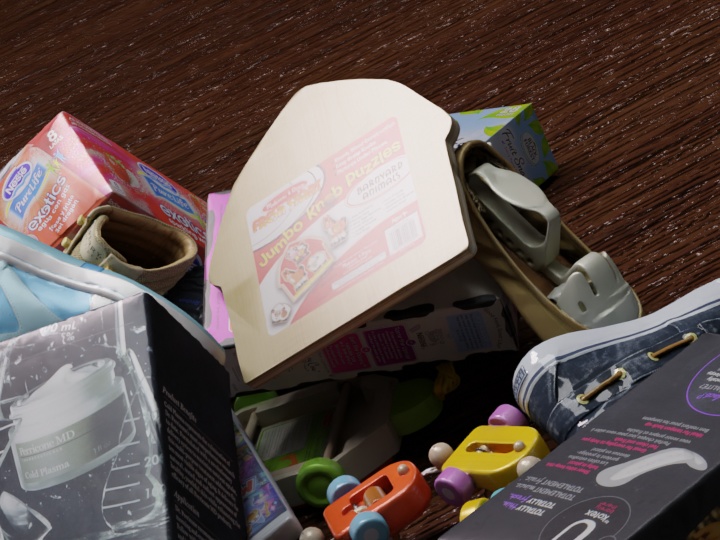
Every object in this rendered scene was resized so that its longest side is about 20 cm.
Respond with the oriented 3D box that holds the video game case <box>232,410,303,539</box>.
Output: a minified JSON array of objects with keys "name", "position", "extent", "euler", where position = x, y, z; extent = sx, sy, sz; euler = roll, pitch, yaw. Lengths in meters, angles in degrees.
[{"name":"video game case","position":[-0.123,0.155,1.521],"extent":[0.143,0.018,0.200],"euler":[-39,31,0]}]

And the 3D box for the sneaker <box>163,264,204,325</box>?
[{"name":"sneaker","position":[-0.140,0.092,1.745],"extent":[0.066,0.078,0.200],"euler":[16,61,43]}]

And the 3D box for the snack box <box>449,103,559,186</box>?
[{"name":"snack box","position":[0.029,-0.051,1.882],"extent":[0.169,0.068,0.200],"euler":[-4,27,44]}]

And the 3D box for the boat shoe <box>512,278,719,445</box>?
[{"name":"boat shoe","position":[0.195,0.069,1.421],"extent":[0.200,0.071,0.091],"euler":[-18,46,-20]}]

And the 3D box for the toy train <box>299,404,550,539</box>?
[{"name":"toy train","position":[0.056,0.152,1.382],"extent":[0.150,0.056,0.200],"euler":[-35,23,-6]}]

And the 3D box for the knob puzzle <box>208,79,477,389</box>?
[{"name":"knob puzzle","position":[-0.013,-0.039,1.547],"extent":[0.219,0.030,0.220],"euler":[-22,51,30]}]

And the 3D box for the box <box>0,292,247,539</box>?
[{"name":"box","position":[-0.178,0.148,1.419],"extent":[0.200,0.124,0.197],"euler":[-19,54,15]}]

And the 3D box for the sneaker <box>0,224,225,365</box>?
[{"name":"sneaker","position":[-0.192,0.060,1.523],"extent":[0.200,0.080,0.131],"euler":[22,73,20]}]

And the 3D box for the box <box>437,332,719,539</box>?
[{"name":"box","position":[0.162,0.132,1.226],"extent":[0.200,0.106,0.122],"euler":[-34,21,-24]}]

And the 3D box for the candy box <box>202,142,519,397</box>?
[{"name":"candy box","position":[0.000,0.000,1.594],"extent":[0.200,0.061,0.137],"euler":[-10,50,12]}]

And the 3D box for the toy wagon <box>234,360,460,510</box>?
[{"name":"toy wagon","position":[-0.025,0.110,1.586],"extent":[0.200,0.040,0.155],"euler":[-18,22,15]}]

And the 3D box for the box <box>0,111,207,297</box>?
[{"name":"box","position":[-0.173,-0.020,1.792],"extent":[0.095,0.200,0.100],"euler":[-44,51,10]}]

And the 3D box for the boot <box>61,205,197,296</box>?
[{"name":"boot","position":[-0.218,0.025,1.624],"extent":[0.200,0.073,0.155],"euler":[2,-41,-40]}]

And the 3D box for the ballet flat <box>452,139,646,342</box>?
[{"name":"ballet flat","position":[0.118,-0.003,1.498],"extent":[0.069,0.200,0.063],"euler":[-35,-19,-36]}]
